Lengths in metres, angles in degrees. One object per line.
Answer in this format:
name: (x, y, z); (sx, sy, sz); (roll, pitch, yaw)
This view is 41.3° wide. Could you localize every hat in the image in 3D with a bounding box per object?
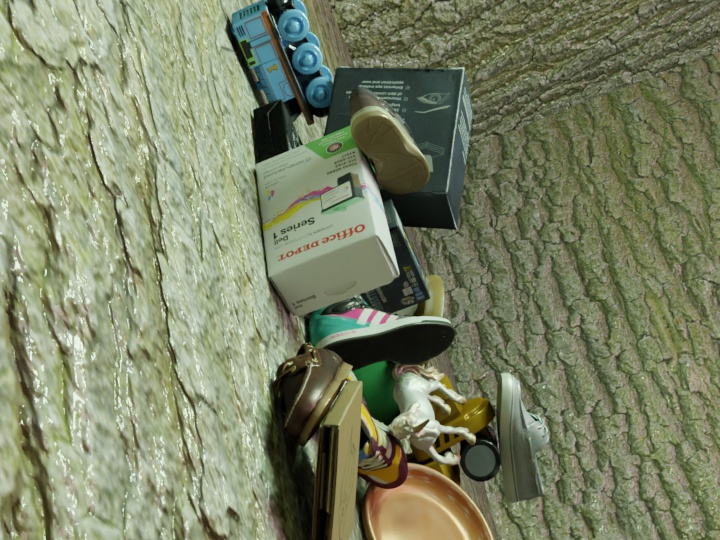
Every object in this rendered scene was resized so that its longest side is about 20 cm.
hat: (0.074, 0.157, 1.394); (0.200, 0.173, 0.169); (-71, 142, -78)

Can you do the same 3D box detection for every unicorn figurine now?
unicorn figurine: (0.083, 0.186, 1.209); (0.136, 0.075, 0.200); (26, 13, -28)

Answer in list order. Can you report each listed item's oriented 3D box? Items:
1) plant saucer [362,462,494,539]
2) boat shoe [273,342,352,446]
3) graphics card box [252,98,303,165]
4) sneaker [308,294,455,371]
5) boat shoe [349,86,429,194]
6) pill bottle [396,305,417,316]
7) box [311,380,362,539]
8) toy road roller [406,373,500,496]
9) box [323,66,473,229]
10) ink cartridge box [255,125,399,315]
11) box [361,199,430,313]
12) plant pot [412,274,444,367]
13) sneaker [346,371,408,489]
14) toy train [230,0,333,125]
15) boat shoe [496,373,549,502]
plant saucer: (0.084, 0.340, 1.215); (0.197, 0.038, 0.202); (24, 34, -17)
boat shoe: (-0.058, 0.122, 0.987); (0.070, 0.071, 0.200); (33, 7, 1)
graphics card box: (-0.091, -0.124, 1.352); (0.202, 0.050, 0.127); (66, 10, -46)
sneaker: (0.017, 0.067, 1.258); (0.122, 0.196, 0.085); (-120, -147, -46)
boat shoe: (0.036, -0.162, 1.203); (0.200, 0.071, 0.066); (42, 32, -59)
pill bottle: (0.028, -0.003, 1.615); (0.202, 0.103, 0.105); (64, 1, 41)
box: (-0.022, 0.210, 0.944); (0.200, 0.021, 0.168); (-39, 133, -82)
toy road roller: (0.100, 0.240, 1.357); (0.148, 0.197, 0.123); (62, 7, 0)
box: (0.052, -0.177, 1.381); (0.118, 0.192, 0.204); (59, 38, -63)
ink cartridge box: (-0.045, -0.064, 1.185); (0.085, 0.142, 0.203); (60, 13, -47)
box: (0.000, 0.000, 1.314); (0.201, 0.155, 0.052); (62, 12, -55)
plant pot: (0.087, 0.101, 1.598); (0.200, 0.027, 0.204); (-161, -91, -77)
sneaker: (-0.001, 0.210, 1.142); (0.201, 0.074, 0.091); (56, 14, -29)
toy train: (-0.111, -0.307, 1.406); (0.087, 0.112, 0.203); (-102, 170, -59)
boat shoe: (0.229, 0.233, 1.341); (0.070, 0.070, 0.205); (-83, 166, -66)
